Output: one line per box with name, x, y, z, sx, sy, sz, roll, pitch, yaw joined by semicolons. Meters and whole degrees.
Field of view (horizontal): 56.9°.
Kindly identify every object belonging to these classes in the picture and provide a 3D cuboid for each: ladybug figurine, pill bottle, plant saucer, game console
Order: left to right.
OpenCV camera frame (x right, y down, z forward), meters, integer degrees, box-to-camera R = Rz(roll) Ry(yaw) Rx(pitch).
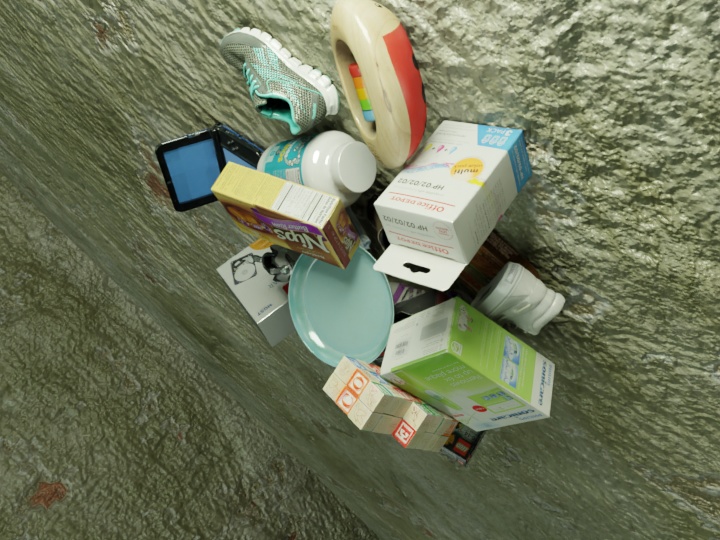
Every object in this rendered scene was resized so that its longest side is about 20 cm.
game console;-0.264;-0.160;1.235;0.169;0.119;0.201;33;154;16
pill bottle;-0.064;-0.146;0.991;0.198;0.111;0.111;3;137;51
plant saucer;-0.027;0.050;1.025;0.197;0.027;0.205;8;104;32
ladybug figurine;0.026;-0.215;0.767;0.136;0.071;0.203;45;156;60

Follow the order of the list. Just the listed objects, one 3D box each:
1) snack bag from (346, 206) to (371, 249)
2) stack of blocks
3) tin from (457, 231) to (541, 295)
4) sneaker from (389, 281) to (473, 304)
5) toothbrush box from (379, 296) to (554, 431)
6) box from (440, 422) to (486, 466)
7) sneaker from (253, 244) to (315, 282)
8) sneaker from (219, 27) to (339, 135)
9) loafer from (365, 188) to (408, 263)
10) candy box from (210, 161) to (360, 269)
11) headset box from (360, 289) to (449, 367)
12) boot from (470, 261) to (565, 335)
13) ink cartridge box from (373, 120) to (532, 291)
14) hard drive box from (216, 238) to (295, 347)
snack bag;0.000;0.000;1.141;0.190;0.021;0.202;99;147;-59
stack of blocks;0.048;0.195;0.954;0.115;0.059;0.199;38;-174;36
tin;0.173;-0.014;0.959;0.199;0.042;0.112;41;151;-1
sneaker;0.117;0.052;1.113;0.197;0.073;0.115;23;148;10
toothbrush box;0.149;0.138;0.927;0.198;0.087;0.145;32;145;-25
box;0.159;0.275;1.321;0.198;0.138;0.040;26;155;26
sneaker;-0.118;-0.025;1.167;0.200;0.137;0.079;-87;-7;-82
sneaker;-0.127;-0.260;0.918;0.198;0.092;0.078;34;153;14
loafer;0.051;-0.066;0.946;0.200;0.070;0.074;37;138;57
candy box;-0.107;-0.079;0.963;0.197;0.057;0.117;22;160;25
headset box;0.107;0.121;1.059;0.147;0.078;0.200;-22;130;35
boot;0.204;0.064;0.919;0.095;0.074;0.200;32;157;3
ink cartridge box;0.098;-0.081;0.765;0.114;0.201;0.068;16;147;39
hard drive box;-0.166;0.026;1.291;0.200;0.155;0.077;41;163;43
